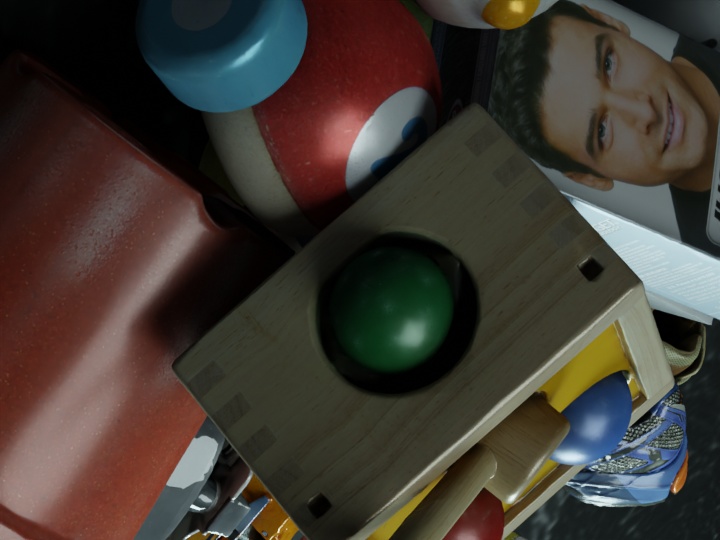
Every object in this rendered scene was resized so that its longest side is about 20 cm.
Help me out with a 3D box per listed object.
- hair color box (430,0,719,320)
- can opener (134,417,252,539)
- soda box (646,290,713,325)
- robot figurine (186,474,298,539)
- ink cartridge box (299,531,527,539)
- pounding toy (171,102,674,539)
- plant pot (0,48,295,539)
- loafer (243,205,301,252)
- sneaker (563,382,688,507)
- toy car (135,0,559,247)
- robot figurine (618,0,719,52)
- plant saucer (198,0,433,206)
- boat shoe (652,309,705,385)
[{"bbox_3d":[0.122,-0.055,1.069,0.199,0.100,0.060,21,157,-28],"label":"hair color box"},{"bbox_3d":[-0.120,0.139,1.121,0.067,0.053,0.200,25,114,-36],"label":"can opener"},{"bbox_3d":[0.117,-0.030,1.190,0.199,0.068,0.064,23,84,-52],"label":"soda box"},{"bbox_3d":[-0.050,0.116,1.210,0.145,0.058,0.200,-40,174,-40],"label":"robot figurine"},{"bbox_3d":[0.061,0.198,1.313,0.116,0.199,0.068,-44,160,-56],"label":"ink cartridge box"},{"bbox_3d":[0.028,0.060,0.919,0.184,0.142,0.200,-41,160,-2],"label":"pounding toy"},{"bbox_3d":[-0.138,0.029,0.979,0.196,0.200,0.201,-53,145,2],"label":"plant pot"},{"bbox_3d":[0.000,0.000,1.121,0.071,0.073,0.199,-44,144,16],"label":"loafer"},{"bbox_3d":[0.094,0.087,1.336,0.198,0.076,0.079,-4,130,-15],"label":"sneaker"},{"bbox_3d":[0.030,-0.120,0.936,0.199,0.178,0.184,-19,149,13],"label":"toy car"},{"bbox_3d":[0.217,-0.112,1.225,0.199,0.125,0.151,-10,129,-39],"label":"robot figurine"},{"bbox_3d":[0.006,-0.056,1.149,0.199,0.031,0.201,-29,142,-25],"label":"plant saucer"},{"bbox_3d":[0.162,0.035,1.374,0.075,0.074,0.201,-10,134,-38],"label":"boat shoe"}]
